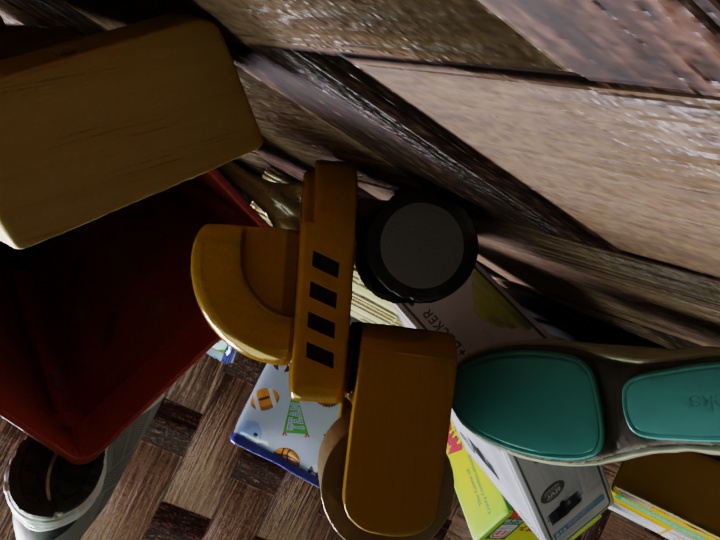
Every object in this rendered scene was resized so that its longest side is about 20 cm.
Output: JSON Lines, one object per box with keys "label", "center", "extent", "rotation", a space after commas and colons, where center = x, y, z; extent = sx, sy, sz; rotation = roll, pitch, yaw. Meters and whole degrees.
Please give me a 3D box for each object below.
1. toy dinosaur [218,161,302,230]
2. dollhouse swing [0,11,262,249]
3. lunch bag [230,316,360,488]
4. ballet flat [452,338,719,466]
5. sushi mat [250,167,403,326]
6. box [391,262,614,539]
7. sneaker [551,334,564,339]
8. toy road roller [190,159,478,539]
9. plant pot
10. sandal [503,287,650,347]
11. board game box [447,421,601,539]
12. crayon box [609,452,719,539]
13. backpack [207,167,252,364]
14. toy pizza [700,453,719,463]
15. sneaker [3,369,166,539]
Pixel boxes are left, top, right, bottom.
{"label": "toy dinosaur", "center": [-0.041, -0.037, 0.729], "extent": [0.199, 0.059, 0.101], "rotation": [30, 177, -38]}
{"label": "dollhouse swing", "center": [-0.166, -0.134, 0.449], "extent": [0.199, 0.177, 0.181], "rotation": [24, -143, 34]}
{"label": "lunch bag", "center": [0.007, 0.120, 1.049], "extent": [0.199, 0.171, 0.124], "rotation": [27, -171, 0]}
{"label": "ballet flat", "center": [0.142, 0.068, 0.597], "extent": [0.198, 0.070, 0.069], "rotation": [0, 160, 38]}
{"label": "sushi mat", "center": [0.000, 0.000, 0.867], "extent": [0.199, 0.096, 0.012], "rotation": [27, -139, -7]}
{"label": "box", "center": [0.098, 0.090, 0.755], "extent": [0.117, 0.060, 0.201], "rotation": [49, 171, 43]}
{"label": "sneaker", "center": [0.175, 0.091, 0.927], "extent": [0.199, 0.076, 0.081], "rotation": [30, -176, -40]}
{"label": "toy road roller", "center": [-0.021, 0.042, 0.611], "extent": [0.144, 0.202, 0.123], "rotation": [5, 178, -3]}
{"label": "plant pot", "center": [-0.198, -0.035, 0.733], "extent": [0.176, 0.200, 0.200], "rotation": [46, 178, 46]}
{"label": "sandal", "center": [0.156, 0.060, 0.774], "extent": [0.199, 0.045, 0.075], "rotation": [24, 176, 39]}
{"label": "board game box", "center": [0.111, 0.123, 0.926], "extent": [0.101, 0.048, 0.201], "rotation": [11, -136, -34]}
{"label": "crayon box", "center": [0.250, 0.174, 0.836], "extent": [0.125, 0.052, 0.200], "rotation": [25, 171, 15]}
{"label": "backpack", "center": [-0.148, 0.005, 0.964], "extent": [0.146, 0.202, 0.183], "rotation": [27, 176, -3]}
{"label": "toy pizza", "center": [0.282, 0.147, 1.055], "extent": [0.198, 0.032, 0.200], "rotation": [16, -174, -2]}
{"label": "sneaker", "center": [-0.195, 0.121, 0.807], "extent": [0.073, 0.080, 0.201], "rotation": [20, -143, 4]}
